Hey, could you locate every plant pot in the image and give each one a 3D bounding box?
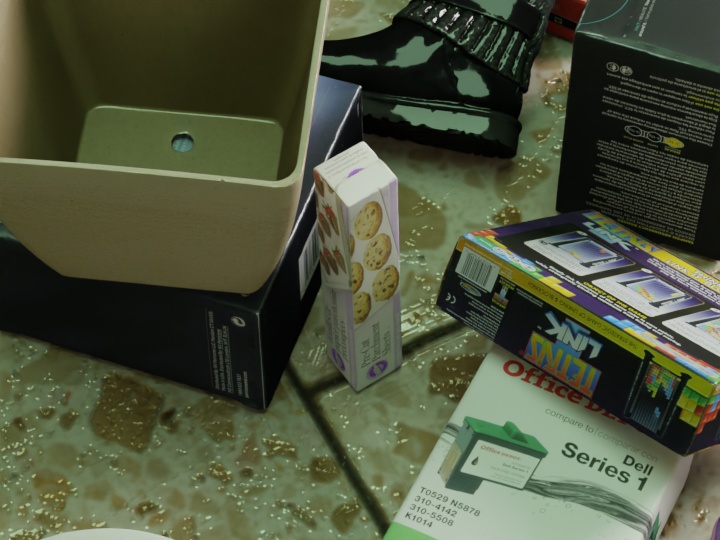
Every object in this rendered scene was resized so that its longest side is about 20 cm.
[{"bbox_3d":[-0.119,-0.092,1.517,0.200,0.177,0.200,5,58,5],"label":"plant pot"}]

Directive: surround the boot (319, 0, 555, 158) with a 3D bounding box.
[{"bbox_3d":[0.031,-0.174,1.753,0.211,0.079,0.158,12,82,-3],"label":"boot"}]

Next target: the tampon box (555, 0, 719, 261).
[{"bbox_3d":[0.217,-0.133,1.680,0.126,0.200,0.150,17,58,11],"label":"tampon box"}]

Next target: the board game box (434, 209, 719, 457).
[{"bbox_3d":[0.174,0.035,1.588,0.200,0.057,0.165,32,23,30],"label":"board game box"}]

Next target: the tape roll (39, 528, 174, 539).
[{"bbox_3d":[-0.144,0.265,1.417,0.202,0.139,0.203,0,56,0],"label":"tape roll"}]

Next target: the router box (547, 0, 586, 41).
[{"bbox_3d":[0.137,-0.276,1.870,0.179,0.049,0.200,21,58,14],"label":"router box"}]

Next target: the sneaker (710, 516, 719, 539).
[{"bbox_3d":[0.315,0.180,1.535,0.200,0.089,0.081,18,59,13],"label":"sneaker"}]

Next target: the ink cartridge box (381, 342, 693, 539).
[{"bbox_3d":[0.104,0.159,1.549,0.146,0.084,0.200,23,58,13],"label":"ink cartridge box"}]

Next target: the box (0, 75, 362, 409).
[{"bbox_3d":[-0.122,-0.041,1.665,0.198,0.123,0.200,15,57,12],"label":"box"}]

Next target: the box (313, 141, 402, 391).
[{"bbox_3d":[0.000,0.000,1.588,0.041,0.200,0.039,-28,57,-19],"label":"box"}]
